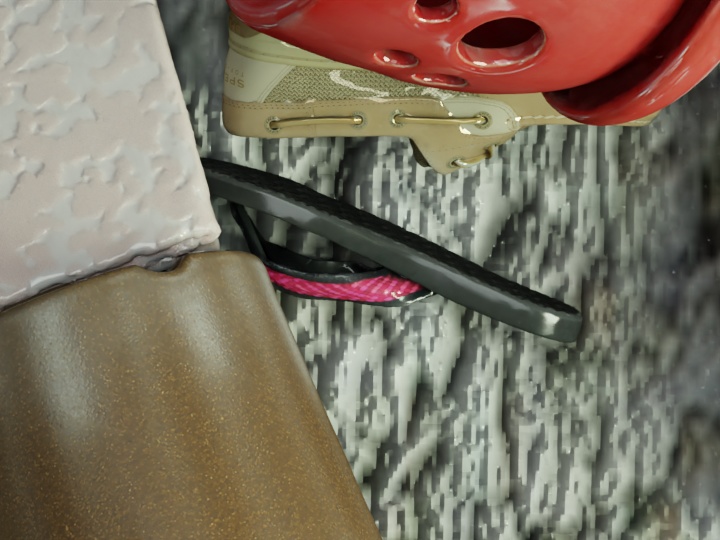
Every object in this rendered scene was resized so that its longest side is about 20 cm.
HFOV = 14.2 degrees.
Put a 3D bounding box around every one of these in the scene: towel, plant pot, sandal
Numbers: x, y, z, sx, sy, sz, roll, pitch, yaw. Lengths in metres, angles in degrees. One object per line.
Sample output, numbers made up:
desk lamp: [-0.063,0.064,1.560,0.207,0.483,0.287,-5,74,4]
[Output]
towel: [-0.173,-0.057,1.262,0.199,0.032,0.191,-18,60,0]
plant pot: [-0.081,0.108,1.218,0.200,0.200,0.199,-18,78,-1]
plant pot: [0.063,-0.160,1.156,0.182,0.200,0.201,22,87,-25]
sandal: [0.000,0.000,1.276,0.199,0.075,0.045,24,99,-1]

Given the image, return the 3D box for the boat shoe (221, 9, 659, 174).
boat shoe: [0.038,-0.079,1.283,0.199,0.071,0.065,6,106,-3]
